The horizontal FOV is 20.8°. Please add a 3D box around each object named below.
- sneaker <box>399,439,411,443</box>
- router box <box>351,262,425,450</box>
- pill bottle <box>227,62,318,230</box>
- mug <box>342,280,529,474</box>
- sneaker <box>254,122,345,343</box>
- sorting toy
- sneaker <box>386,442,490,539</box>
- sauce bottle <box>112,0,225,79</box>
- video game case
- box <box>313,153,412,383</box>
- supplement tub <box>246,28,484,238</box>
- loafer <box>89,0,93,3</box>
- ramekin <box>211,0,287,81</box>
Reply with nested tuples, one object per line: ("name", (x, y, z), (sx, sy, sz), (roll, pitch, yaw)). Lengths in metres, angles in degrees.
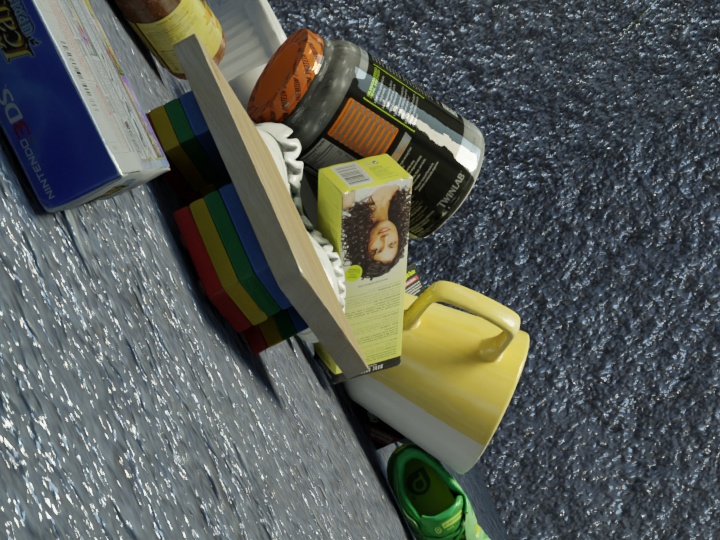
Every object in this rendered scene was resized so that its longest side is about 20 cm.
("sneaker", (0.042, 0.127, 2.226), (0.200, 0.070, 0.082), (62, 7, -55))
("router box", (0.036, 0.086, 2.050), (0.151, 0.062, 0.200), (64, 20, -2))
("pill bottle", (-0.062, -0.092, 1.871), (0.201, 0.113, 0.113), (65, 3, 8))
("mug", (0.071, 0.080, 1.884), (0.152, 0.187, 0.150), (26, 19, -3))
("sneaker", (-0.074, -0.031, 1.681), (0.081, 0.075, 0.201), (-2, 69, -61))
("sorting toy", (-0.083, -0.030, 1.377), (0.201, 0.069, 0.199), (65, 3, 25))
("sneaker", (0.085, 0.257, 1.891), (0.200, 0.074, 0.084), (55, -1, 11))
("sauce bottle", (-0.169, -0.227, 1.607), (0.066, 0.066, 0.200), (65, 3, 26))
("video game case", (-0.167, -0.128, 0.970), (0.201, 0.045, 0.181), (64, 4, -3))
("box", (0.000, 0.000, 1.744), (0.050, 0.075, 0.201), (46, -37, 47))
("supplement tub", (0.004, -0.127, 1.779), (0.199, 0.123, 0.123), (33, 15, -20))
("loafer", (-0.204, -0.227, 1.094), (0.069, 0.075, 0.201), (-5, 66, -53))
("ramekin", (-0.110, -0.199, 2.105), (0.201, 0.097, 0.200), (63, 2, -4))
